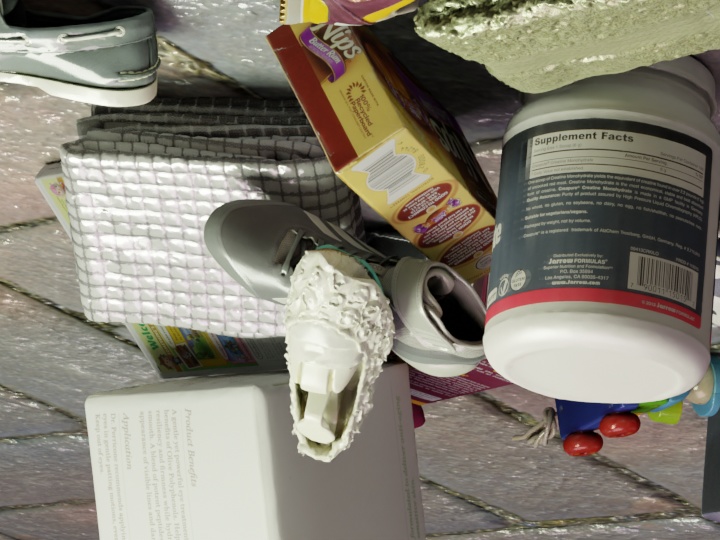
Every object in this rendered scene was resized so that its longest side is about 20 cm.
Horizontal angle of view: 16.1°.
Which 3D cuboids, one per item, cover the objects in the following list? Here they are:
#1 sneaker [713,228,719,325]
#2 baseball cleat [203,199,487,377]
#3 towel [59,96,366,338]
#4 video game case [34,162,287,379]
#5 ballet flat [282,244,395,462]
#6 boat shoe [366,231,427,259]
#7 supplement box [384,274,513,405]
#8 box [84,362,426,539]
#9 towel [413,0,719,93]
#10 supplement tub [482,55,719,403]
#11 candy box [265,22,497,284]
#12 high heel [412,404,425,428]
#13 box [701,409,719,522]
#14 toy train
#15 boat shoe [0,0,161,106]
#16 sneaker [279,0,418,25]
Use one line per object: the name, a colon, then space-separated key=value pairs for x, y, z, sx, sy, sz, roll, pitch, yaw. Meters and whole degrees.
sneaker: x=0.197 y=-0.023 z=1.765 sx=0.129 sy=0.080 sz=0.199 roll=1 pitch=160 yaw=18
baseball cleat: x=0.000 y=0.000 z=1.619 sx=0.200 sy=0.070 sz=0.106 roll=24 pitch=159 yaw=-10
towel: x=-0.097 y=-0.037 z=1.728 sx=0.200 sy=0.086 sz=0.166 roll=3 pitch=131 yaw=9
video game case: x=-0.121 y=-0.005 z=1.854 sx=0.182 sy=0.022 sz=0.200 roll=-6 pitch=127 yaw=36
ballet flat: x=-0.017 y=0.062 z=1.600 sx=0.072 sy=0.072 sz=0.200 roll=5 pitch=149 yaw=3
boat shoe: x=-0.003 y=0.002 z=1.920 sx=0.068 sy=0.072 sz=0.200 roll=19 pitch=164 yaw=-35
supplement box: x=0.074 y=0.037 z=1.957 sx=0.110 sy=0.086 sz=0.200 roll=21 pitch=157 yaw=-34
box: x=-0.074 y=0.176 z=1.904 sx=0.171 sy=0.199 sz=0.200 roll=-6 pitch=-179 yaw=36
towel: x=0.145 y=-0.146 z=1.453 sx=0.200 sy=0.037 sz=0.148 roll=-9 pitch=167 yaw=28
supplement tub: x=0.153 y=-0.028 z=1.580 sx=0.140 sy=0.200 sz=0.140 roll=6 pitch=160 yaw=2
candy box: x=0.024 y=-0.078 z=1.597 sx=0.056 sy=0.117 sz=0.200 roll=-34 pitch=148 yaw=11
high heel: x=-0.044 y=0.136 z=2.292 sx=0.200 sy=0.068 sz=0.096 roll=-10 pitch=144 yaw=30
box: x=0.430 y=0.168 z=2.161 sx=0.200 sy=0.123 sz=0.198 roll=21 pitch=157 yaw=-34
toy train: x=0.219 y=0.113 z=2.152 sx=0.116 sy=0.085 sz=0.200 roll=-1 pitch=164 yaw=-21
boat shoe: x=-0.222 y=-0.154 z=1.591 sx=0.200 sy=0.073 sz=0.062 roll=12 pitch=118 yaw=4
sneaker: x=0.004 y=-0.190 z=1.386 sx=0.090 sy=0.075 sz=0.200 roll=0 pitch=167 yaw=-6
